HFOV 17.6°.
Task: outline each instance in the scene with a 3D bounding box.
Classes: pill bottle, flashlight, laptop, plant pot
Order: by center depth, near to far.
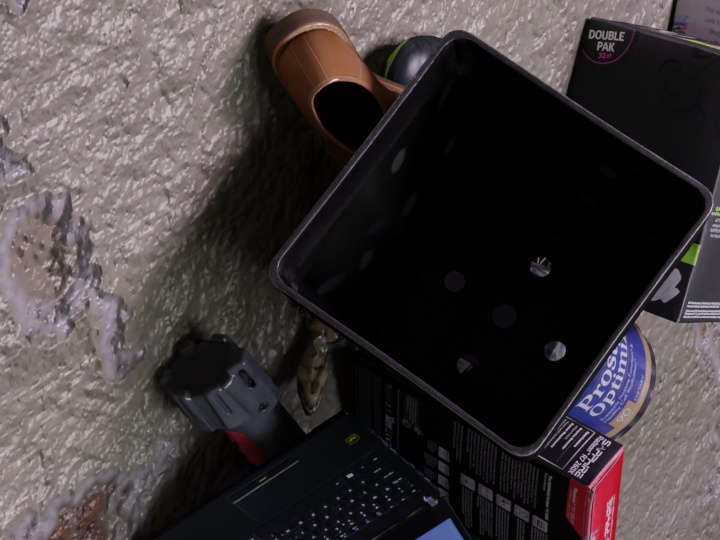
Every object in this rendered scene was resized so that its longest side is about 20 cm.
[{"bbox_3d":[0.087,0.004,1.480,0.200,0.199,0.177,-53,165,-9],"label":"plant pot"},{"bbox_3d":[-0.017,0.214,1.529,0.177,0.103,0.200,-34,137,11],"label":"laptop"},{"bbox_3d":[-0.066,0.118,1.539,0.068,0.068,0.200,-49,136,-11],"label":"flashlight"},{"bbox_3d":[0.131,0.057,1.723,0.200,0.112,0.112,28,84,-55],"label":"pill bottle"}]

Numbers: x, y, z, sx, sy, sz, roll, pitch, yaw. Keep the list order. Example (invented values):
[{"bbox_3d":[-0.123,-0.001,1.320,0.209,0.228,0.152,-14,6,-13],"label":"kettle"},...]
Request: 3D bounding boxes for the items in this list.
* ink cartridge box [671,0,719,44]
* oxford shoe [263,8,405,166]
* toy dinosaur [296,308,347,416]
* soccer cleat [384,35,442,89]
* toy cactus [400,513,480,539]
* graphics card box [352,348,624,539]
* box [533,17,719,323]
[{"bbox_3d":[0.342,-0.167,1.861,0.144,0.147,0.201,-10,115,-51],"label":"ink cartridge box"},{"bbox_3d":[0.008,-0.087,1.506,0.071,0.071,0.200,-38,141,12],"label":"oxford shoe"},{"bbox_3d":[0.000,0.000,1.580,0.200,0.047,0.088,-55,157,-21],"label":"toy dinosaur"},{"bbox_3d":[0.086,-0.106,1.608,0.200,0.081,0.068,32,81,-54],"label":"soccer cleat"},{"bbox_3d":[0.103,0.196,1.736,0.200,0.102,0.166,3,65,-44],"label":"toy cactus"},{"bbox_3d":[0.086,0.129,1.607,0.051,0.200,0.126,-45,150,-33],"label":"graphics card box"},{"bbox_3d":[0.238,-0.075,1.766,0.124,0.148,0.201,3,105,-52],"label":"box"}]
